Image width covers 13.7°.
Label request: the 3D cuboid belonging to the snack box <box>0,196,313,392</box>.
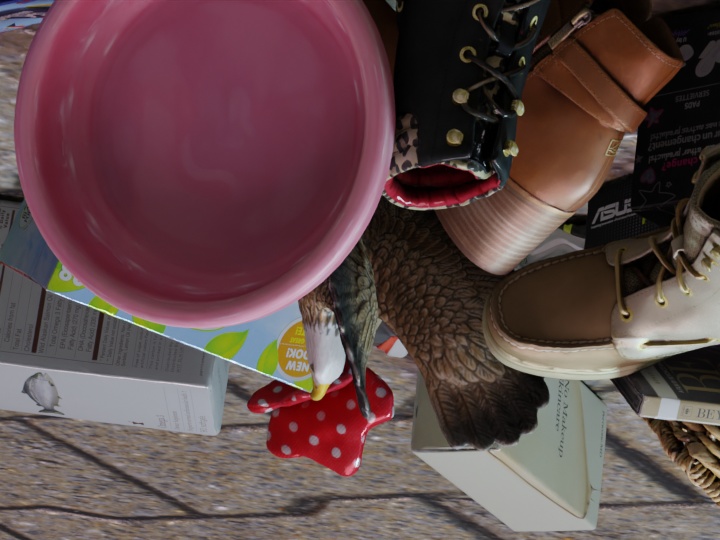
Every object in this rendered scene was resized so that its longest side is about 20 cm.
[{"bbox_3d":[-0.081,-0.042,1.685,0.200,0.169,0.068,24,-178,-37],"label":"snack box"}]

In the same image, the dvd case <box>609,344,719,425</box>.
[{"bbox_3d":[0.221,0.054,1.621,0.199,0.016,0.149,7,-161,-16],"label":"dvd case"}]

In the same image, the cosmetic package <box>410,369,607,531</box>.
[{"bbox_3d":[0.110,0.113,2.167,0.073,0.104,0.200,-3,159,25],"label":"cosmetic package"}]

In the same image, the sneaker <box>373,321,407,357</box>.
[{"bbox_3d":[0.006,0.008,1.954,0.082,0.077,0.200,15,160,-2],"label":"sneaker"}]

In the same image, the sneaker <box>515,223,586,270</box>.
[{"bbox_3d":[0.108,0.028,1.964,0.075,0.077,0.200,12,161,-20],"label":"sneaker"}]

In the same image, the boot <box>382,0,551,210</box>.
[{"bbox_3d":[0.073,-0.123,1.427,0.073,0.155,0.203,15,159,-26],"label":"boot"}]

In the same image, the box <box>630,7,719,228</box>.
[{"bbox_3d":[0.254,-0.057,1.611,0.132,0.115,0.200,-9,154,39],"label":"box"}]

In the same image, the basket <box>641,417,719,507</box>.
[{"bbox_3d":[0.246,0.113,1.943,0.142,0.150,0.200,10,-171,0],"label":"basket"}]

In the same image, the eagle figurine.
[{"bbox_3d":[0.001,0.007,1.587,0.200,0.152,0.151,26,143,47],"label":"eagle figurine"}]

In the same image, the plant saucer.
[{"bbox_3d":[-0.072,-0.072,1.469,0.200,0.202,0.051,0,178,21],"label":"plant saucer"}]

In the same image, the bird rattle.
[{"bbox_3d":[-0.016,0.019,1.835,0.112,0.201,0.163,22,180,-35],"label":"bird rattle"}]

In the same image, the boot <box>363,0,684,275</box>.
[{"bbox_3d":[0.069,-0.117,1.538,0.076,0.200,0.155,11,128,-45],"label":"boot"}]

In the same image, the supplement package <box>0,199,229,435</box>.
[{"bbox_3d":[-0.188,0.031,2.019,0.199,0.118,0.117,7,161,3],"label":"supplement package"}]

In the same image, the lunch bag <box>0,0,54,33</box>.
[{"bbox_3d":[-0.197,-0.166,1.543,0.150,0.095,0.200,-12,166,40],"label":"lunch bag"}]

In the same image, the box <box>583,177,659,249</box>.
[{"bbox_3d":[0.262,-0.017,1.830,0.199,0.044,0.160,19,157,-32],"label":"box"}]

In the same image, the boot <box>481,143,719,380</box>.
[{"bbox_3d":[0.158,-0.006,1.490,0.199,0.072,0.155,-6,159,1],"label":"boot"}]
